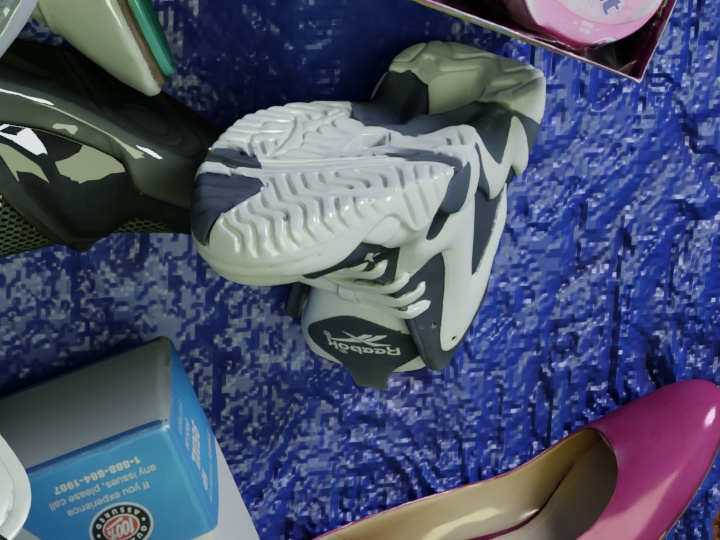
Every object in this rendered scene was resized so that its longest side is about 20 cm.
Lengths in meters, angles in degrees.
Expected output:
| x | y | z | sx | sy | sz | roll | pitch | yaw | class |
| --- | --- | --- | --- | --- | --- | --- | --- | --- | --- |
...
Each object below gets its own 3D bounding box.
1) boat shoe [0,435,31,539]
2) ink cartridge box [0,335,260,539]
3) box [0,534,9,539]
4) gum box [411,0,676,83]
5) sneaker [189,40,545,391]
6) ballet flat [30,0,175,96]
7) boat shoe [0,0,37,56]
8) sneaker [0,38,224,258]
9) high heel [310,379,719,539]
| x | y | z | sx | sy | sz | roll | pitch | yaw | class |
| --- | --- | --- | --- | --- | --- | --- | --- | --- | --- |
| -0.205 | 0.060 | 0.744 | 0.202 | 0.072 | 0.060 | 22 | 135 | 11 | boat shoe |
| -0.102 | 0.148 | 0.823 | 0.145 | 0.084 | 0.200 | -21 | 112 | 2 | ink cartridge box |
| -0.132 | 0.157 | 0.720 | 0.200 | 0.044 | 0.160 | 36 | 132 | -17 | box |
| 0.007 | -0.138 | 0.777 | 0.200 | 0.114 | 0.066 | 17 | 99 | -23 | gum box |
| 0.000 | 0.000 | 0.801 | 0.079 | 0.199 | 0.130 | 17 | 117 | 17 | sneaker |
| -0.128 | -0.149 | 0.757 | 0.069 | 0.069 | 0.200 | -23 | 104 | -12 | ballet flat |
| -0.120 | -0.129 | 0.695 | 0.074 | 0.067 | 0.200 | 30 | 97 | -3 | boat shoe |
| -0.137 | -0.025 | 0.784 | 0.199 | 0.076 | 0.114 | 9 | 118 | -32 | sneaker |
| 0.059 | 0.097 | 0.886 | 0.200 | 0.067 | 0.096 | -42 | 125 | 0 | high heel |
